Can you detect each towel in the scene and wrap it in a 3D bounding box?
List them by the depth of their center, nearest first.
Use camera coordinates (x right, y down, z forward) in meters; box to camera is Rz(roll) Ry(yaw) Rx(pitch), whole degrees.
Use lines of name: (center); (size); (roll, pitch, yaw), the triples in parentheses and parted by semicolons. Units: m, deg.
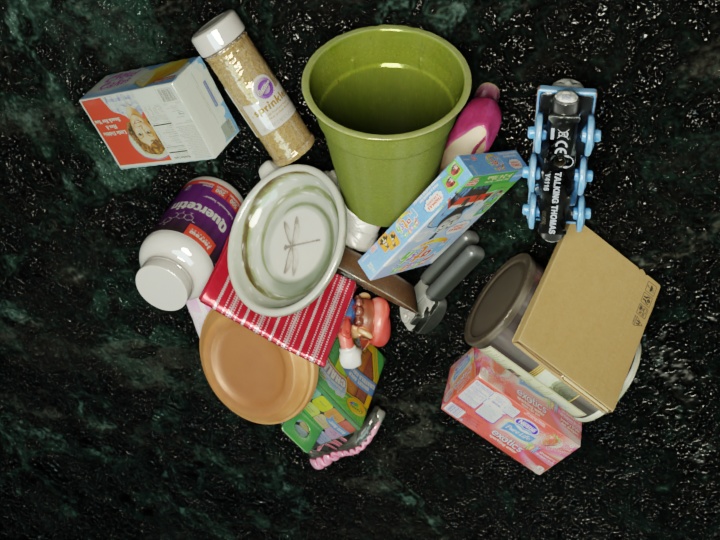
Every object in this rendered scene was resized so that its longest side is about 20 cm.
towel: (-0.111, 0.029, 1.193); (0.198, 0.146, 0.023); (29, 148, -8)

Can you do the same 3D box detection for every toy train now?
toy train: (0.240, -0.135, 1.037); (0.085, 0.115, 0.203); (4, 129, 11)

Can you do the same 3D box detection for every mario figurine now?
mario figurine: (-0.043, 0.071, 1.295); (0.198, 0.126, 0.106); (25, 173, -28)

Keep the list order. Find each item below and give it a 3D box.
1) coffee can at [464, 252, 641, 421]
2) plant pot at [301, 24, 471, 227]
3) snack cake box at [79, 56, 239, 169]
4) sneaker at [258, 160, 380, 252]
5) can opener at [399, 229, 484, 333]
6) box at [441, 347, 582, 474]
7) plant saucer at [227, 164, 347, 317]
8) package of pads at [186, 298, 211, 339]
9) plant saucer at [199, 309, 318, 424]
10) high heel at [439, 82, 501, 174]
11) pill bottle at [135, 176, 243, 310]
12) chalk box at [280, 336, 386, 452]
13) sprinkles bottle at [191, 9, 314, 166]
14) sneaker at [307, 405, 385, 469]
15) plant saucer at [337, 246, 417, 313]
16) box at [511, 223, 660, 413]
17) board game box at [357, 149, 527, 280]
coffee can: (0.264, 0.093, 1.190); (0.198, 0.147, 0.147); (34, 130, -10)
plant pot: (0.031, -0.162, 1.061); (0.196, 0.202, 0.192); (11, 143, 10)
snack cake box: (-0.273, -0.208, 1.161); (0.197, 0.068, 0.116); (1, 132, 37)
sneaker: (-0.047, -0.113, 1.196); (0.198, 0.078, 0.101); (30, 104, 7)
can opener: (0.118, 0.018, 1.254); (0.065, 0.053, 0.201); (4, 141, -30)
box: (0.235, 0.207, 1.324); (0.198, 0.095, 0.103); (34, 131, -9)
plant saucer: (-0.088, -0.036, 1.130); (0.198, 0.204, 0.050); (-19, 156, 31)
package of pads: (-0.208, 0.070, 1.354); (0.074, 0.121, 0.203); (1, 127, 18)
plant saucer: (-0.154, 0.130, 1.239); (0.196, 0.037, 0.204); (7, 107, 23)
high heel: (0.128, -0.133, 1.090); (0.066, 0.097, 0.201); (25, 131, -4)
pill bottle: (-0.241, -0.038, 1.226); (0.110, 0.201, 0.114); (9, 131, 11)
chalk box: (-0.062, 0.186, 1.342); (0.123, 0.201, 0.125); (-28, 115, 34)
sprinkles bottle: (-0.137, -0.235, 1.121); (0.067, 0.069, 0.201); (-18, 120, 30)
sneaker: (-0.042, 0.273, 1.497); (0.199, 0.079, 0.096); (-34, 99, 35)
plant saucer: (0.000, 0.000, 1.215); (0.198, 0.200, 0.035); (28, 88, -4)
box: (0.298, 0.055, 1.120); (0.162, 0.202, 0.021); (35, 155, -11)
board game box: (0.105, -0.070, 1.088); (0.200, 0.150, 0.037); (-45, 72, 34)
